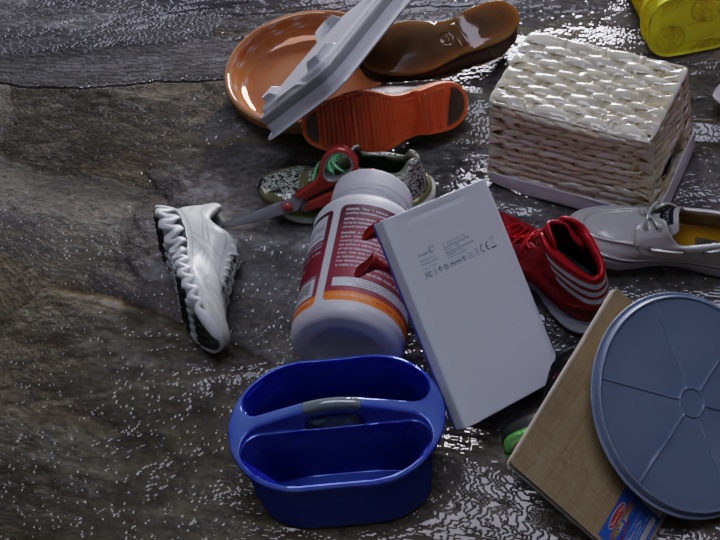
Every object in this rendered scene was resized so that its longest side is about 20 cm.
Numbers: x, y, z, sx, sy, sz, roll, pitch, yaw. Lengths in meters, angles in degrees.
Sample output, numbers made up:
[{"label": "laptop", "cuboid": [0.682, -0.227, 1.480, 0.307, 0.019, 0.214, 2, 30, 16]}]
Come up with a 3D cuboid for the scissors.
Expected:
[{"label": "scissors", "cuboid": [-0.064, -0.067, 1.524, 0.199, 0.073, 0.014, -31, 24, 28]}]

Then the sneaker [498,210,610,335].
[{"label": "sneaker", "cuboid": [0.175, -0.032, 1.417, 0.199, 0.116, 0.078, 34, 61, 31]}]

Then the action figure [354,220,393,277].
[{"label": "action figure", "cuboid": [0.085, 0.021, 1.367, 0.199, 0.052, 0.066, 27, 52, -23]}]

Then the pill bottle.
[{"label": "pill bottle", "cuboid": [0.000, 0.000, 1.422, 0.112, 0.114, 0.201, 2, 50, 11]}]

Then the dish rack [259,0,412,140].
[{"label": "dish rack", "cuboid": [-0.030, -0.239, 1.556, 0.171, 0.044, 0.201, -27, 23, 52]}]

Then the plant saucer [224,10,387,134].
[{"label": "plant saucer", "cuboid": [-0.060, -0.228, 1.680, 0.198, 0.038, 0.202, -5, 50, 5]}]

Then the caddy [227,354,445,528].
[{"label": "caddy", "cuboid": [-0.019, 0.149, 1.300, 0.198, 0.106, 0.142, -6, 48, 5]}]

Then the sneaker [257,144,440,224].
[{"label": "sneaker", "cuboid": [-0.015, -0.105, 1.531, 0.197, 0.089, 0.077, -1, 49, 10]}]

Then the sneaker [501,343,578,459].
[{"label": "sneaker", "cuboid": [0.200, 0.119, 1.319, 0.199, 0.077, 0.084, -29, 44, -29]}]

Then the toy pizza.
[{"label": "toy pizza", "cuboid": [0.285, 0.119, 1.266, 0.198, 0.032, 0.203, 6, 73, -21]}]

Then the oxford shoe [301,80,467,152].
[{"label": "oxford shoe", "cuboid": [0.018, -0.171, 1.586, 0.198, 0.072, 0.073, -10, 17, -25]}]

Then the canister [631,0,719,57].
[{"label": "canister", "cuboid": [0.379, -0.353, 1.680, 0.147, 0.087, 0.201, -11, 47, 0]}]

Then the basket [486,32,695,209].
[{"label": "basket", "cuboid": [0.242, -0.154, 1.505, 0.198, 0.124, 0.136, 18, 55, 22]}]

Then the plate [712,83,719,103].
[{"label": "plate", "cuboid": [0.517, -0.204, 1.561, 0.199, 0.032, 0.200, 28, 59, 29]}]

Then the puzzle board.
[{"label": "puzzle board", "cuboid": [0.230, 0.139, 1.264, 0.150, 0.017, 0.201, 41, 65, -10]}]

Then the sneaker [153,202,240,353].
[{"label": "sneaker", "cuboid": [-0.159, -0.001, 1.483, 0.080, 0.076, 0.201, -12, 48, -13]}]

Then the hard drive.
[{"label": "hard drive", "cuboid": [0.102, 0.029, 1.331, 0.131, 0.025, 0.202, -23, 91, -34]}]

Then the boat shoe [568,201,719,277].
[{"label": "boat shoe", "cuboid": [0.301, -0.040, 1.420, 0.198, 0.070, 0.071, 10, 57, 10]}]

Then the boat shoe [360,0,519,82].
[{"label": "boat shoe", "cuboid": [0.089, -0.250, 1.643, 0.198, 0.070, 0.071, -14, 67, -14]}]
